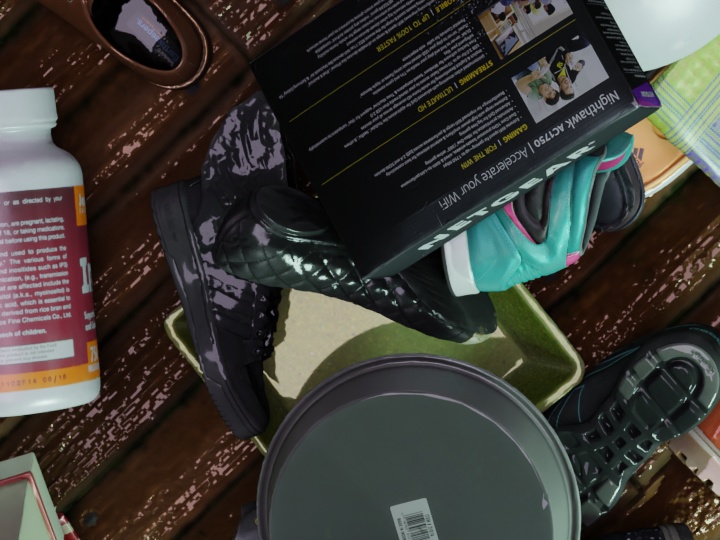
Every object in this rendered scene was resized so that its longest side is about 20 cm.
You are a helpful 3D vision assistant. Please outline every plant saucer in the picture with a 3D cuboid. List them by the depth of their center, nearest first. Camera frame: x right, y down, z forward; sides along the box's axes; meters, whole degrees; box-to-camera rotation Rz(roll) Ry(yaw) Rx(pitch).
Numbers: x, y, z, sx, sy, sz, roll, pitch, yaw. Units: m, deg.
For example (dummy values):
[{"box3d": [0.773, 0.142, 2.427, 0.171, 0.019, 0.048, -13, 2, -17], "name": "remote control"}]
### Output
[{"box3d": [0.010, 0.048, 1.533, 0.200, 0.048, 0.200, -39, 91, 4], "name": "plant saucer"}]

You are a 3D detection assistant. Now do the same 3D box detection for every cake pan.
[{"box3d": [0.032, 0.151, 1.424, 0.198, 0.037, 0.202, 1, 101, 7], "name": "cake pan"}]

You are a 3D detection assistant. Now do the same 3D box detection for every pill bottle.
[{"box3d": [-0.227, -0.013, 1.506, 0.112, 0.113, 0.202, -4, 94, 2], "name": "pill bottle"}]

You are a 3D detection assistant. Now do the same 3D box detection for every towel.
[{"box3d": [0.279, -0.098, 1.491, 0.200, 0.023, 0.144, 37, 96, -25], "name": "towel"}]

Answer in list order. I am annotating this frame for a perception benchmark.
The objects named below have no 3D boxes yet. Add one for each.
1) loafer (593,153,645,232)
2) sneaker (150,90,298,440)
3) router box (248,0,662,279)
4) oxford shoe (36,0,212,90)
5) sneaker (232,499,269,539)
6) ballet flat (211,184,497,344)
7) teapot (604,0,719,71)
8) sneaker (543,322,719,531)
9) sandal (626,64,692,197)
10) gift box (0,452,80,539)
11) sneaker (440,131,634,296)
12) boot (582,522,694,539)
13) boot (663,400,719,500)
[{"box3d": [0.103, -0.104, 1.504, 0.072, 0.063, 0.201, -37, 87, 24], "name": "loafer"}, {"box3d": [-0.064, -0.004, 1.479, 0.103, 0.060, 0.201, -19, 90, 6], "name": "sneaker"}, {"box3d": [0.052, -0.108, 1.379, 0.199, 0.051, 0.150, -31, 80, 21], "name": "router box"}, {"box3d": [-0.180, -0.191, 1.516, 0.199, 0.071, 0.072, 36, 96, 1], "name": "oxford shoe"}, {"box3d": [-0.012, 0.136, 1.477, 0.105, 0.075, 0.201, 23, 95, -2], "name": "sneaker"}, {"box3d": [0.000, 0.000, 1.456, 0.199, 0.067, 0.057, 23, 132, -28], "name": "ballet flat"}, {"box3d": [0.144, -0.226, 1.431, 0.199, 0.146, 0.199, -34, 52, 21], "name": "teapot"}, {"box3d": [0.158, 0.103, 1.523, 0.200, 0.079, 0.076, -37, 97, 24], "name": "sneaker"}, {"box3d": [0.229, -0.125, 1.508, 0.079, 0.059, 0.207, 40, 94, -1], "name": "sandal"}, {"box3d": [-0.262, 0.247, 1.492, 0.183, 0.187, 0.202, -11, 112, 1], "name": "gift box"}, {"box3d": [0.104, -0.089, 1.434, 0.120, 0.084, 0.202, -4, 92, 10], "name": "sneaker"}, {"box3d": [0.135, 0.260, 1.513, 0.152, 0.073, 0.206, 2, 99, -8], "name": "boot"}, {"box3d": [0.299, 0.142, 1.518, 0.200, 0.075, 0.107, 45, 89, 0], "name": "boot"}]
